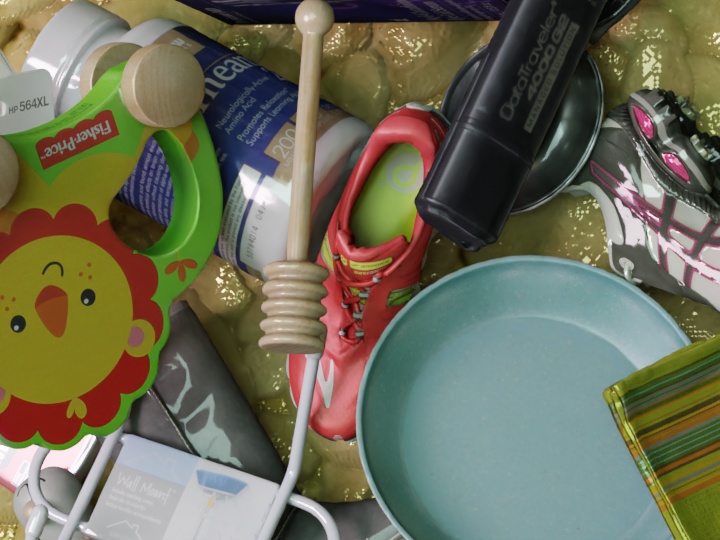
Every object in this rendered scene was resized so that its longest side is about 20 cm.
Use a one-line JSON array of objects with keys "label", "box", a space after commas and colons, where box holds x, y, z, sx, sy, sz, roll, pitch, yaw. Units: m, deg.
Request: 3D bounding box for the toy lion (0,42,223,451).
[{"label": "toy lion", "box": [-0.157, -0.006, 1.483, 0.069, 0.200, 0.192, 8, 121, 54]}]

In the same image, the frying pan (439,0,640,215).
[{"label": "frying pan", "box": [0.117, -0.106, 1.555, 0.190, 0.031, 0.115, -32, 56, 26]}]

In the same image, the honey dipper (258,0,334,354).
[{"label": "honey dipper", "box": [-0.031, -0.054, 1.508, 0.038, 0.038, 0.200, 0, 77, 16]}]

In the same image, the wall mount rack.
[{"label": "wall mount rack", "box": [-0.098, 0.102, 1.538, 0.200, 0.075, 0.174, 17, 73, 20]}]

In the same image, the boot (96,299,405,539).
[{"label": "boot", "box": [-0.058, 0.107, 1.596, 0.182, 0.073, 0.200, -30, 78, 11]}]

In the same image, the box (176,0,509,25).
[{"label": "box", "box": [-0.008, -0.203, 1.564, 0.200, 0.148, 0.104, 0, 87, 17]}]

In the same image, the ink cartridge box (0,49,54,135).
[{"label": "ink cartridge box", "box": [-0.256, -0.029, 1.576, 0.125, 0.129, 0.200, 55, 128, 13]}]

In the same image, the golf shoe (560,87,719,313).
[{"label": "golf shoe", "box": [0.194, -0.008, 1.536, 0.088, 0.077, 0.200, -40, 68, 18]}]

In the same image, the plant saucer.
[{"label": "plant saucer", "box": [0.097, 0.090, 1.506, 0.200, 0.036, 0.200, 1, 66, -2]}]

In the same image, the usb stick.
[{"label": "usb stick", "box": [0.090, -0.106, 1.519, 0.055, 0.033, 0.200, 31, 75, -22]}]

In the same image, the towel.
[{"label": "towel", "box": [0.211, 0.135, 1.470, 0.086, 0.018, 0.200, -25, 85, -21]}]

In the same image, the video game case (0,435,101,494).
[{"label": "video game case", "box": [-0.232, 0.041, 1.679, 0.200, 0.017, 0.143, 32, 95, 16]}]

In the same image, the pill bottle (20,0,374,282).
[{"label": "pill bottle", "box": [-0.099, -0.080, 1.600, 0.200, 0.111, 0.111, 29, 94, 16]}]

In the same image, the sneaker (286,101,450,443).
[{"label": "sneaker", "box": [0.000, 0.000, 1.533, 0.077, 0.085, 0.200, 16, 94, 10]}]

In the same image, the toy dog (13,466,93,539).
[{"label": "toy dog", "box": [-0.151, 0.216, 1.595, 0.200, 0.096, 0.132, 38, 99, 9]}]
